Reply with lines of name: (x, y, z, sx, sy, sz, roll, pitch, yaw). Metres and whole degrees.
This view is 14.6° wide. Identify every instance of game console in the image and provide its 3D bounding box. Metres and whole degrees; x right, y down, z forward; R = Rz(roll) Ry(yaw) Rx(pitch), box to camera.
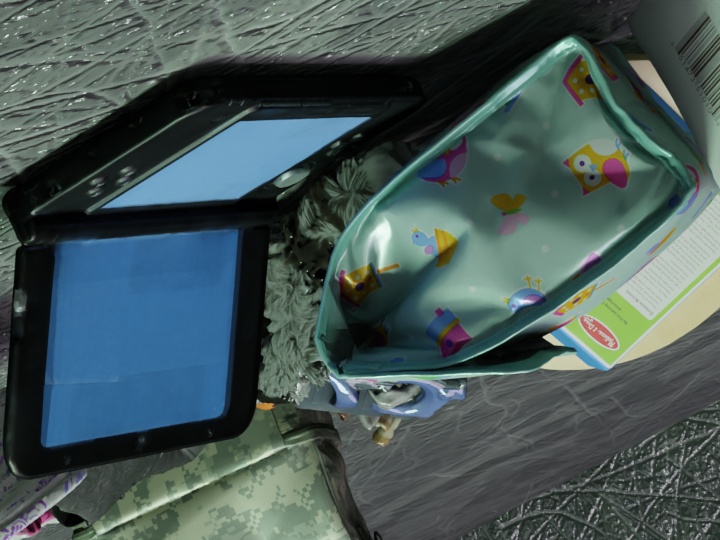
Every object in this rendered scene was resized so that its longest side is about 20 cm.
game console: (-0.062, -0.001, 1.276, 0.175, 0.117, 0.200, -29, 169, 29)

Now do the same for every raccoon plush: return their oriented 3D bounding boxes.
raccoon plush: (0.000, 0.000, 1.520, 0.200, 0.097, 0.134, -31, 175, 33)

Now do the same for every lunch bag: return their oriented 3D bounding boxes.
lunch bag: (-0.097, 0.169, 1.913, 0.199, 0.168, 0.139, -24, 170, 4)
lunch bag: (0.072, -0.013, 1.378, 0.200, 0.122, 0.170, -42, 174, 10)

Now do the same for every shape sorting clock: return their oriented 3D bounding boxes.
shape sorting clock: (0.131, -0.030, 1.517, 0.199, 0.039, 0.201, -10, 124, -15)

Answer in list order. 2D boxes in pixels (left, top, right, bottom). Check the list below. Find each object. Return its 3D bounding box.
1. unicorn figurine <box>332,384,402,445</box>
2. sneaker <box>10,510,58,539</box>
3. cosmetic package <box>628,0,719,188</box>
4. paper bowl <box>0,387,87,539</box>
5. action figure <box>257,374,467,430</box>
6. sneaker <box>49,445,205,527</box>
unicorn figurine: (0.045, 0.050, 1.906, 0.138, 0.074, 0.200, -50, -166, -11)
sneaker: (-0.241, 0.143, 1.699, 0.088, 0.082, 0.200, -26, 169, 5)
cosmetic package: (0.245, -0.121, 1.372, 0.199, 0.113, 0.081, -15, 159, -32)
paper bowl: (-0.248, 0.124, 1.442, 0.200, 0.105, 0.201, -38, -179, 1)
action figure: (-0.042, 0.041, 1.709, 0.199, 0.105, 0.194, 10, 152, -15)
sneaker: (-0.157, 0.112, 1.713, 0.104, 0.060, 0.200, -46, 168, -6)
